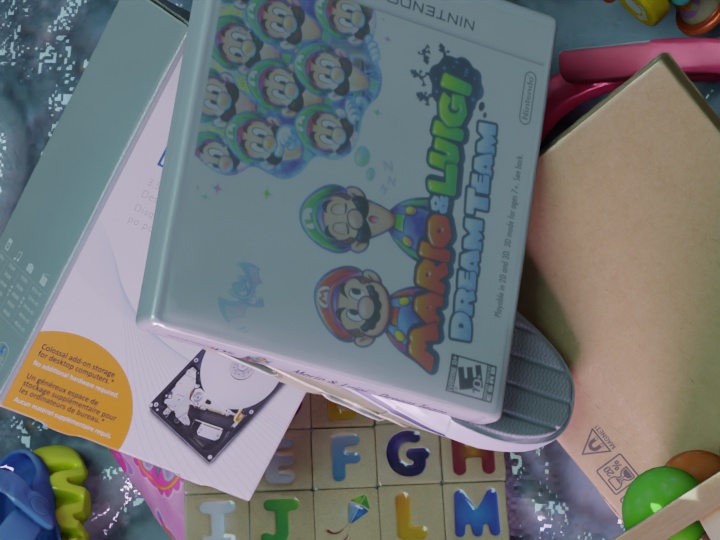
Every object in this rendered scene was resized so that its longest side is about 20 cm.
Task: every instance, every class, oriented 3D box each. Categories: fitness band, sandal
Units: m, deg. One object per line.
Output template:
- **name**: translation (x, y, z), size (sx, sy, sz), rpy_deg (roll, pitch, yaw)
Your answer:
- **fitness band**: translation (0.153, -0.042, 1.379), size (0.199, 0.037, 0.145), rpy_deg (-1, 86, 30)
- **sandal**: translation (-0.180, 0.173, 1.476), size (0.080, 0.087, 0.201), rpy_deg (-50, 44, 25)

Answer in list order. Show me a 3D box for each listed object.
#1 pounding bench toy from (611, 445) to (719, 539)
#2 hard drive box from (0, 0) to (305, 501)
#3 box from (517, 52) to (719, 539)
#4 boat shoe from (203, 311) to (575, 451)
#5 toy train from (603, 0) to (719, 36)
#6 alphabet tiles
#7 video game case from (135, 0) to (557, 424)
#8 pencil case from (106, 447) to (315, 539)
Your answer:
- **pounding bench toy**: translation (0.170, 0.162, 1.276), size (0.200, 0.124, 0.157), rpy_deg (-35, 82, 21)
- **hard drive box**: translation (-0.083, -0.012, 1.332), size (0.201, 0.155, 0.077), rpy_deg (-63, 34, 6)
- **box**: translation (0.146, 0.022, 1.332), size (0.163, 0.021, 0.200), rpy_deg (-38, 95, 19)
- **boat shoe**: translation (0.009, 0.034, 1.306), size (0.062, 0.199, 0.072), rpy_deg (-25, 46, 58)
- **toy train**: translation (0.206, -0.179, 1.348), size (0.199, 0.056, 0.151), rpy_deg (-16, 38, 34)
- **alphabet tiles**: translation (-0.006, 0.141, 1.393), size (0.165, 0.006, 0.201), rpy_deg (-2, 65, -1)
- **video game case**: translation (-0.002, -0.047, 1.264), size (0.024, 0.181, 0.202), rpy_deg (-19, 58, 60)
- **pencil case**: translation (-0.095, 0.087, 1.473), size (0.088, 0.087, 0.200), rpy_deg (-48, 64, 16)
